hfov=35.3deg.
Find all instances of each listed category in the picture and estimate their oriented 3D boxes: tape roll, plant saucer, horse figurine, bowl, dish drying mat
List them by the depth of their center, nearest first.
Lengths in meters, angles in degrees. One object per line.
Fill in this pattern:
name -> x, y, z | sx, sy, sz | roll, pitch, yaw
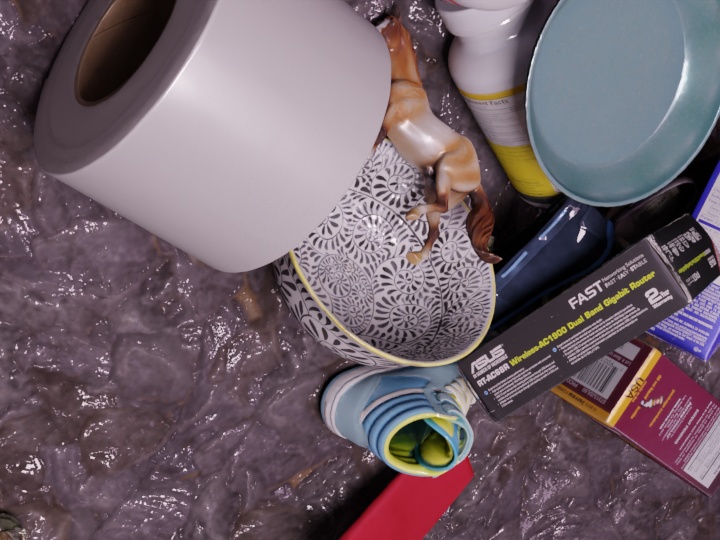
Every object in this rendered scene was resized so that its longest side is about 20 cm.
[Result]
tape roll -> -0.098, -0.117, 0.736 | 0.139, 0.203, 0.203 | 33, 91, -37
plant saucer -> 0.199, -0.149, 0.863 | 0.200, 0.036, 0.201 | -12, 117, -25
horse figurine -> 0.044, -0.092, 0.874 | 0.200, 0.050, 0.133 | 50, 47, -8
bowl -> 0.000, 0.000, 0.887 | 0.200, 0.201, 0.094 | 13, 146, -34
dish drying mat -> 0.034, 0.224, 1.024 | 0.200, 0.018, 0.077 | -42, 127, -35

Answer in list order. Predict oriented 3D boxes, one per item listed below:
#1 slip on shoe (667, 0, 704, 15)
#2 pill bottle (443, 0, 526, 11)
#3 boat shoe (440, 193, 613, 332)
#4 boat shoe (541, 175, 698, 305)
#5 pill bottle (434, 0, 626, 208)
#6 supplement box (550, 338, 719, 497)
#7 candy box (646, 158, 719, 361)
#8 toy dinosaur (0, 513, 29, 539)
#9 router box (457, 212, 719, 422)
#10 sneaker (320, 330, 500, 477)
slip on shoe -> 0.289, -0.239, 0.971 | 0.200, 0.076, 0.061 | -7, 75, -60
pill bottle -> 0.045, -0.245, 0.769 | 0.112, 0.200, 0.113 | -12, 115, -27
boat shoe -> 0.117, -0.005, 0.962 | 0.200, 0.084, 0.069 | -35, 112, 21
boat shoe -> 0.242, -0.014, 1.053 | 0.072, 0.065, 0.200 | 42, 81, -6
pill bottle -> 0.140, -0.155, 0.917 | 0.112, 0.112, 0.200 | -42, 125, -10
supplement box -> 0.283, 0.132, 1.120 | 0.200, 0.110, 0.086 | 34, 89, -36
candy box -> 0.344, -0.022, 1.067 | 0.200, 0.077, 0.169 | -64, 162, 8
toy dinosaur -> -0.330, 0.182, 0.815 | 0.200, 0.047, 0.088 | 45, 69, -35
router box -> 0.195, 0.038, 0.941 | 0.200, 0.062, 0.150 | -38, 170, 29
sneaker -> 0.080, 0.119, 0.981 | 0.200, 0.131, 0.080 | -19, 117, -25
